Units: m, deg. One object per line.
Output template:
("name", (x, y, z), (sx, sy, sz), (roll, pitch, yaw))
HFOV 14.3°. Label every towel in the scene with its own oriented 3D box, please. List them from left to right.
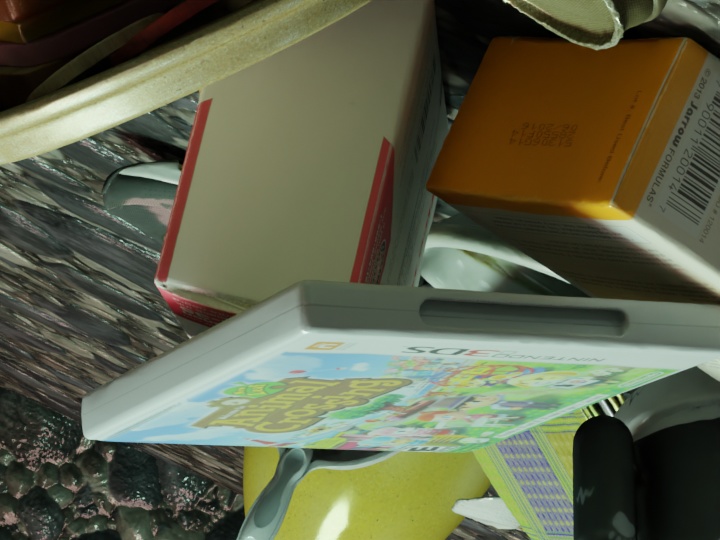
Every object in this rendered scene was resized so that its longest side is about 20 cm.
("towel", (0.097, 0.087, 1.424), (0.144, 0.023, 0.200), (59, 163, -5))

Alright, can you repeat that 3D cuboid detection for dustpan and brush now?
("dustpan and brush", (-0.024, 0.091, 1.691), (0.139, 0.201, 0.057), (24, 163, 10))

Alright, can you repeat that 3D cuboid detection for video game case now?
("video game case", (0.013, 0.041, 1.109), (0.181, 0.022, 0.200), (4, 165, -28))

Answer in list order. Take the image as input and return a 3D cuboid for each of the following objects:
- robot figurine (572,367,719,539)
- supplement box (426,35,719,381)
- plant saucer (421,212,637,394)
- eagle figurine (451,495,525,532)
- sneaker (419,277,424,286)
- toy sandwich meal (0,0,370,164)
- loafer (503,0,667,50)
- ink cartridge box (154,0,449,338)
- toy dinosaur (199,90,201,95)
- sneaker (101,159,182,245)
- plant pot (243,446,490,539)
("robot figurine", (0.159, 0.133, 1.233), (0.124, 0.201, 0.151), (-5, 140, 8))
("supplement box", (0.143, -0.014, 1.121), (0.200, 0.074, 0.126), (32, 167, -31))
("plant saucer", (0.120, 0.011, 1.364), (0.199, 0.050, 0.200), (25, 170, 5))
("eagle figurine", (0.168, 0.165, 1.745), (0.151, 0.201, 0.151), (-6, 147, -38))
("sneaker", (0.000, 0.000, 1.446), (0.098, 0.071, 0.201), (20, -164, -25))
("toy sandwich meal", (-0.076, -0.103, 1.028), (0.071, 0.205, 0.205), (66, 159, -10))
("loafer", (0.010, -0.120, 0.929), (0.199, 0.068, 0.076), (30, 169, -20))
("ink cartridge box", (-0.019, -0.029, 1.194), (0.082, 0.147, 0.200), (11, 167, 6))
("toy dinosaur", (-0.098, -0.118, 1.220), (0.106, 0.061, 0.200), (24, 169, 17))
("sneaker", (-0.063, 0.003, 1.656), (0.199, 0.085, 0.074), (24, 168, -2))
("plant pot", (-0.009, 0.155, 2.120), (0.199, 0.143, 0.200), (25, 169, 5))
